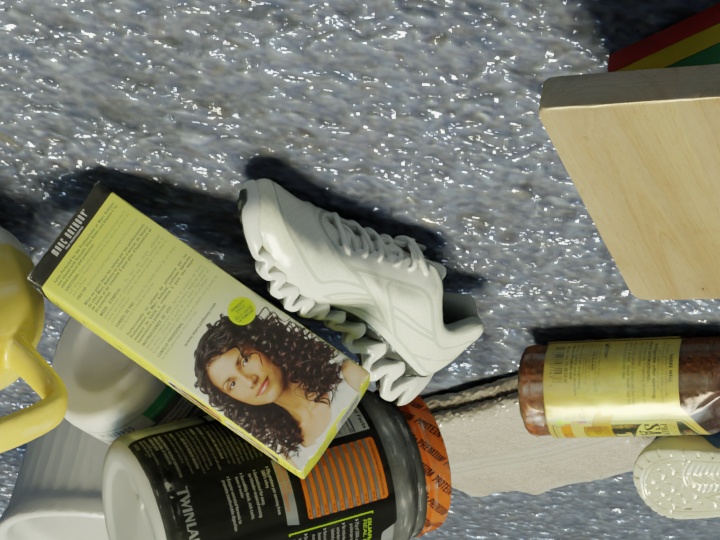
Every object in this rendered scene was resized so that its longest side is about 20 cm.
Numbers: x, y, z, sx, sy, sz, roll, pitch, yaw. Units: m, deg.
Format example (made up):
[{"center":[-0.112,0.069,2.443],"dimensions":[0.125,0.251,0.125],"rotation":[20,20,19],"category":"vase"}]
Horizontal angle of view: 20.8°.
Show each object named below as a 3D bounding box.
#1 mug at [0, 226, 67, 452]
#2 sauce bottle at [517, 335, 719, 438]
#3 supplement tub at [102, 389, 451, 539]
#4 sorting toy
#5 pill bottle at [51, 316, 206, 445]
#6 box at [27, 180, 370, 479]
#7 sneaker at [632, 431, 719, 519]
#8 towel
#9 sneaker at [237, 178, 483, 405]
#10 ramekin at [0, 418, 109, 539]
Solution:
[{"center":[-0.268,0.047,1.183],"dimensions":[0.153,0.187,0.149],"rotation":[-19,164,-42],"category":"mug"},{"center":[0.202,0.074,1.245],"dimensions":[0.199,0.066,0.066],"rotation":[-3,152,21],"category":"sauce bottle"},{"center":[-0.051,0.140,1.223],"dimensions":[0.199,0.123,0.123],"rotation":[-12,163,-25],"category":"supplement tub"},{"center":[0.210,-0.063,0.961],"dimensions":[0.198,0.070,0.200],"rotation":[-2,152,22],"category":"sorting toy"},{"center":[-0.102,0.089,1.316],"dimensions":[0.113,0.114,0.200],"rotation":[-12,147,36],"category":"pill bottle"},{"center":[-0.094,0.036,1.156],"dimensions":[0.199,0.075,0.050],"rotation":[33,170,7],"category":"box"},{"center":[0.287,0.120,1.262],"dimensions":[0.199,0.111,0.077],"rotation":[1,115,35],"category":"sneaker"},{"center":[0.109,0.120,1.404],"dimensions":[0.132,0.035,0.199],"rotation":[29,147,-36],"category":"towel"},{"center":[0.000,0.000,1.170],"dimensions":[0.081,0.075,0.200],"rotation":[-30,134,19],"category":"sneaker"},{"center":[-0.180,0.183,1.548],"dimensions":[0.199,0.098,0.201],"rotation":[7,155,3],"category":"ramekin"}]
